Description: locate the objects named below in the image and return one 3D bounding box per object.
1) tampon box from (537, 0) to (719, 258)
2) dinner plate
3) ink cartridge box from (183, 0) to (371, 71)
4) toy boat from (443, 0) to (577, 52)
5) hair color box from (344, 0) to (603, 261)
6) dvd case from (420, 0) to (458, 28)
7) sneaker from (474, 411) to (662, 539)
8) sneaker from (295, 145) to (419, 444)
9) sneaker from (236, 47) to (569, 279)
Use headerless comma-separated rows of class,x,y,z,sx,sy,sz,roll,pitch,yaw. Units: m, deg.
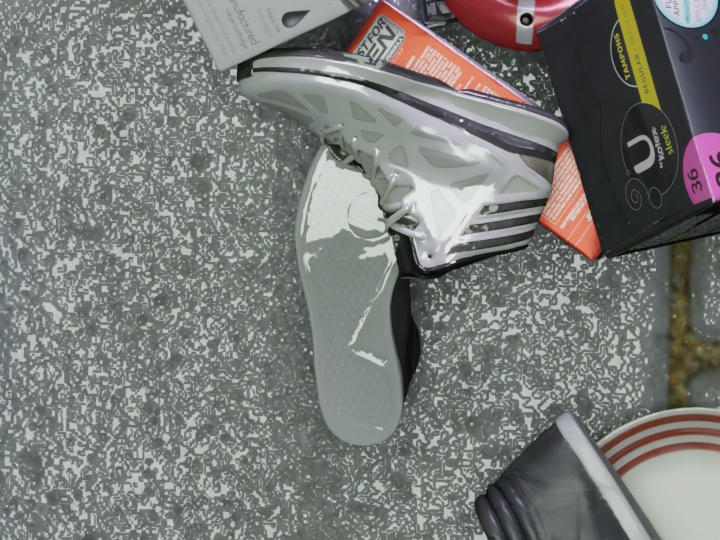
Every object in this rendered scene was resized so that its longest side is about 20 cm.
tampon box,0.234,-0.109,1.583,0.200,0.126,0.150,-12,80,-29
dinner plate,0.213,0.187,1.693,0.199,0.024,0.201,0,90,5
ink cartridge box,-0.018,-0.214,1.535,0.200,0.067,0.116,-25,113,6
toy boat,0.110,-0.235,1.629,0.130,0.131,0.201,6,91,7
hair color box,0.083,-0.086,1.668,0.200,0.102,0.061,36,95,6
dvd case,0.128,-0.242,1.703,0.199,0.022,0.146,-9,89,7
sneaker,0.145,0.197,1.658,0.099,0.071,0.200,-34,80,7
sneaker,0.000,0.000,1.668,0.070,0.099,0.201,-1,101,4
sneaker,0.015,-0.058,1.565,0.200,0.076,0.116,15,85,-3
